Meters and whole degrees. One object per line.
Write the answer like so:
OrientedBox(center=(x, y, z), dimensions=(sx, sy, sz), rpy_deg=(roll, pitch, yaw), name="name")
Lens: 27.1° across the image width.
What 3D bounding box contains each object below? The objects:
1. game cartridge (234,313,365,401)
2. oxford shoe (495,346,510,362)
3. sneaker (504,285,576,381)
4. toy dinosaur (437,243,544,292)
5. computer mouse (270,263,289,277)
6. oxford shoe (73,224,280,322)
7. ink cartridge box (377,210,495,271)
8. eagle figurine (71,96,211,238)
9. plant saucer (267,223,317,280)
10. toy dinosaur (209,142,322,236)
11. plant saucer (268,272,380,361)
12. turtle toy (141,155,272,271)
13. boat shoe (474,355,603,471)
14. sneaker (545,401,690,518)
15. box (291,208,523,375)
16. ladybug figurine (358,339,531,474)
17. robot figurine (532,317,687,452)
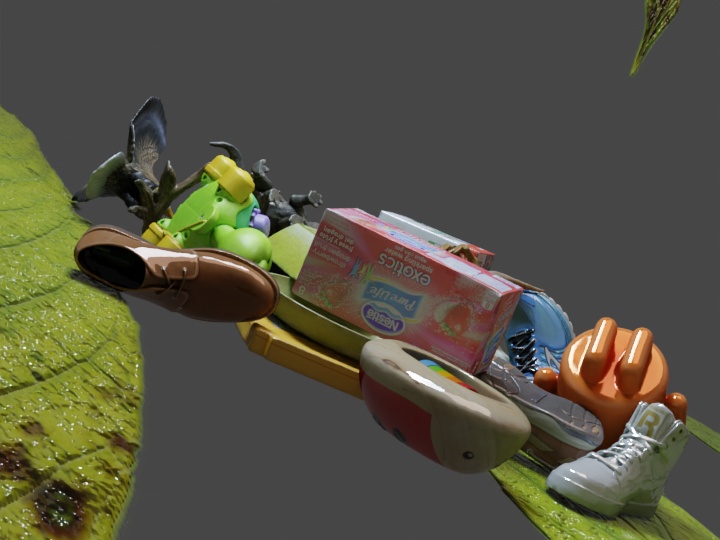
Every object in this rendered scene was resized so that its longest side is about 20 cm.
OrientedBox(center=(-0.040, 0.081, 1.502), dimensions=(0.175, 0.033, 0.200), rpy_deg=(23, 4, -14), name="game cartridge")
OrientedBox(center=(0.141, 0.119, 1.817), dimensions=(0.057, 0.076, 0.200), rpy_deg=(-2, 8, -8), name="oxford shoe")
OrientedBox(center=(0.205, 0.110, 1.698), dimensions=(0.090, 0.078, 0.201), rpy_deg=(-6, 70, -55), name="sneaker")
OrientedBox(center=(0.122, 0.018, 1.645), dimensions=(0.060, 0.107, 0.200), rpy_deg=(-13, 15, 36), name="toy dinosaur")
OrientedBox(center=(-0.075, 0.030, 1.832), dimensions=(0.140, 0.046, 0.200), rpy_deg=(24, -9, 46), name="computer mouse")
OrientedBox(center=(-0.174, 0.011, 1.397), dimensions=(0.198, 0.072, 0.071), rpy_deg=(13, 10, -2), name="oxford shoe")
OrientedBox(center=(0.118, -0.013, 1.834), dimensions=(0.199, 0.051, 0.109), rpy_deg=(23, 5, 15), name="ink cartridge box")
OrientedBox(center=(-0.279, -0.116, 1.847), dimensions=(0.151, 0.152, 0.200), rpy_deg=(-16, 37, -19), name="eagle figurine")
OrientedBox(center=(0.000, 0.000, 1.686), dimensions=(0.199, 0.048, 0.200), rpy_deg=(19, 5, -20), name="plant saucer")
OrientedBox(center=(-0.114, -0.075, 1.808), dimensions=(0.199, 0.077, 0.102), rpy_deg=(31, -36, -17), name="toy dinosaur")
OrientedBox(center=(-0.017, 0.058, 1.521), dimensions=(0.199, 0.031, 0.200), rpy_deg=(24, 5, -2), name="plant saucer")
OrientedBox(center=(-0.159, -0.039, 1.694), dimensions=(0.101, 0.146, 0.200), rpy_deg=(45, -3, -23), name="turtle toy")
OrientedBox(center=(0.149, 0.145, 1.524), dimensions=(0.199, 0.072, 0.076), rpy_deg=(32, 25, 26), name="boat shoe")
OrientedBox(center=(0.254, 0.176, 1.449), dimensions=(0.073, 0.116, 0.200), rpy_deg=(29, 8, 32), name="sneaker")
OrientedBox(center=(0.048, 0.020, 1.483), dimensions=(0.199, 0.095, 0.103), rpy_deg=(26, 9, 15), name="box")
OrientedBox(center=(0.066, 0.122, 1.328), dimensions=(0.135, 0.072, 0.200), rpy_deg=(21, 7, -37), name="ladybug figurine")
OrientedBox(center=(0.261, 0.140, 1.581), dimensions=(0.143, 0.201, 0.117), rpy_deg=(-13, 47, -11), name="robot figurine")
